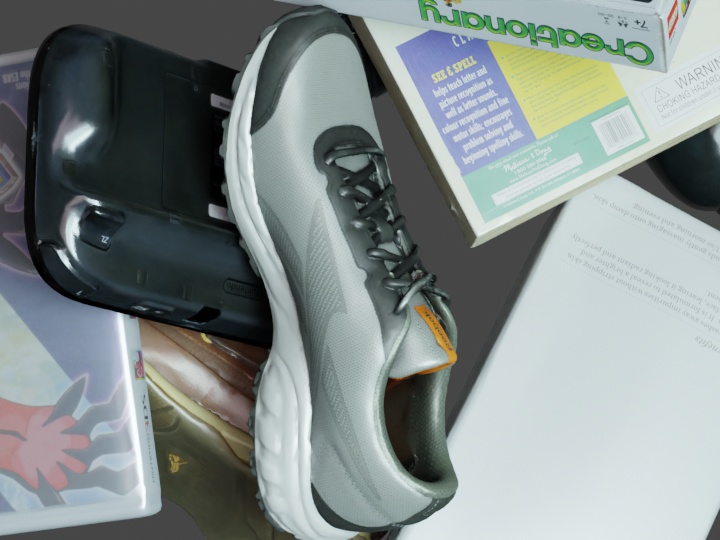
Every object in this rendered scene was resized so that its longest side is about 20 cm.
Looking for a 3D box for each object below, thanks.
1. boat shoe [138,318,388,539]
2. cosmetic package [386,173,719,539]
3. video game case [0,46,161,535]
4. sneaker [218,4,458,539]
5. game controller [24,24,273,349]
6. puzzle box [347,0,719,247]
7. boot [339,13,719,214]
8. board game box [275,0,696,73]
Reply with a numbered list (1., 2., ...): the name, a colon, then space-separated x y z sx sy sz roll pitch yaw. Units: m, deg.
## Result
1. boat shoe: -0.070 0.049 1.084 0.200 0.072 0.068 37 48 3
2. cosmetic package: 0.088 0.074 1.069 0.112 0.081 0.201 29 72 1
3. video game case: -0.184 0.017 1.048 0.198 0.023 0.184 -9 87 14
4. sneaker: 0.000 0.000 1.006 0.074 0.079 0.202 -8 91 -52
5. game controller: -0.055 -0.028 1.043 0.042 0.199 0.105 -19 68 34
6. puzzle box: 0.099 -0.112 1.065 0.199 0.025 0.134 -26 83 -9
7. boot: 0.067 -0.102 1.106 0.161 0.073 0.200 -14 81 -11
8. board game box: 0.041 -0.148 1.026 0.199 0.035 0.127 13 55 20
